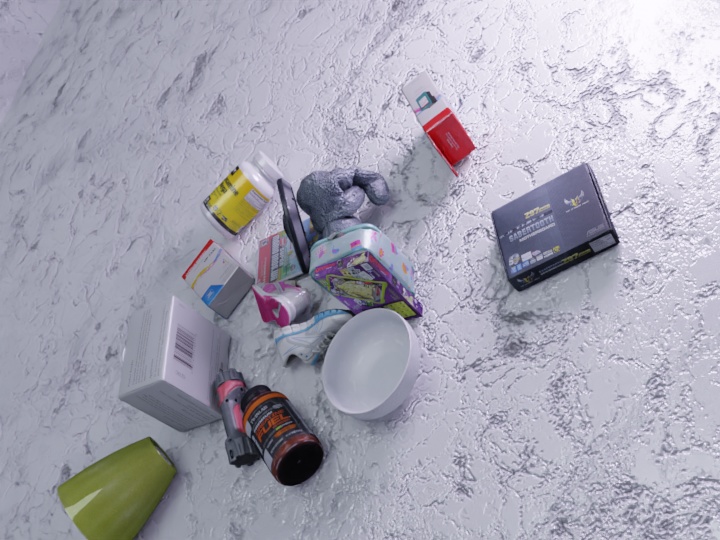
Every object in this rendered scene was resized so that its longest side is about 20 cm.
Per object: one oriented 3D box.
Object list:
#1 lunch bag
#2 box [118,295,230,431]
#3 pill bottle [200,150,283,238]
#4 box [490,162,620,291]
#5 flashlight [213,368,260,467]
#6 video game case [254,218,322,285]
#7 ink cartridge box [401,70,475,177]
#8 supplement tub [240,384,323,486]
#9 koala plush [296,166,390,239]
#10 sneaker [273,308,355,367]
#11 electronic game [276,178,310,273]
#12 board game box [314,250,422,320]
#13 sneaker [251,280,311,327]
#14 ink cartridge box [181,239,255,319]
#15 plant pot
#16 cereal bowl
[{"bbox_3d":[0.000,0.000,1.539,0.158,0.200,0.079,-19,49,30],"label":"lunch bag"},{"bbox_3d":[-0.387,0.200,1.721,0.128,0.200,0.203,-20,51,24],"label":"box"},{"bbox_3d":[-0.280,-0.184,1.954,0.200,0.112,0.113,-45,44,5],"label":"pill bottle"},{"bbox_3d":[0.334,-0.076,1.425,0.197,0.051,0.161,-27,47,24],"label":"box"},{"bbox_3d":[-0.247,0.296,1.646,0.067,0.068,0.202,-34,51,11],"label":"flashlight"},{"bbox_3d":[-0.153,-0.038,1.821,0.197,0.017,0.146,-22,50,27],"label":"video game case"},{"bbox_3d":[0.164,-0.296,1.654,0.067,0.116,0.202,-34,46,13],"label":"ink cartridge box"},{"bbox_3d":[-0.157,0.301,1.533,0.107,0.107,0.200,-49,44,0],"label":"supplement tub"},{"bbox_3d":[-0.039,-0.091,1.669,0.175,0.182,0.205,-25,67,35],"label":"koala plush"},{"bbox_3d":[-0.084,0.140,1.620,0.197,0.074,0.089,-25,62,28],"label":"sneaker"},{"bbox_3d":[-0.140,-0.092,1.699,0.041,0.202,0.203,-16,48,-1],"label":"electronic game"},{"bbox_3d":[0.018,0.040,1.498,0.118,0.200,0.033,-19,49,26],"label":"board game box"},{"bbox_3d":[-0.164,0.063,1.726,0.087,0.083,0.199,-25,22,-25],"label":"sneaker"},{"bbox_3d":[-0.341,0.010,1.906,0.117,0.067,0.199,-52,43,-2],"label":"ink cartridge box"},{"bbox_3d":[-0.479,0.445,1.670,0.199,0.189,0.186,-40,42,-13],"label":"plant pot"},{"bbox_3d":[0.029,0.177,1.481,0.196,0.083,0.204,-21,50,27],"label":"cereal bowl"}]
